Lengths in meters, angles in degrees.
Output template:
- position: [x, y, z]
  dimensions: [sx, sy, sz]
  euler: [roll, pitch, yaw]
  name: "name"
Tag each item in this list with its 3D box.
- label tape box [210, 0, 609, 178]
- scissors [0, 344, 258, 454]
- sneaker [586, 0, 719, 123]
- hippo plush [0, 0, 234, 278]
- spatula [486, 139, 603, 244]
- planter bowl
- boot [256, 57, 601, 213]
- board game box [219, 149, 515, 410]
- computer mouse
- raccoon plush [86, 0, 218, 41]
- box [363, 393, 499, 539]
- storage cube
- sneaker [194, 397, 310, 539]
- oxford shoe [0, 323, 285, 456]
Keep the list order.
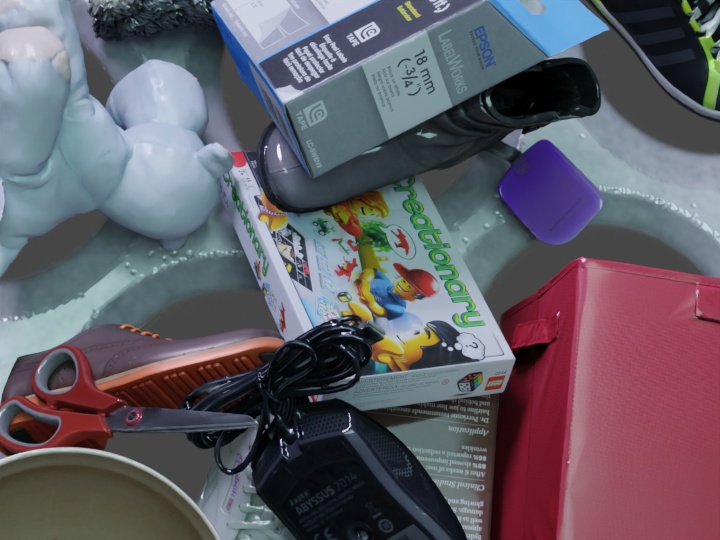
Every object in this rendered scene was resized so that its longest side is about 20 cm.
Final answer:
- position: [0.026, -0.154, 1.241]
  dimensions: [0.199, 0.064, 0.144]
  euler: [-28, 38, -6]
  name: "label tape box"
- position: [-0.138, 0.090, 1.173]
  dimensions: [0.073, 0.199, 0.014]
  euler: [-56, 133, -18]
  name: "scissors"
- position: [0.215, -0.176, 1.398]
  dimensions: [0.200, 0.083, 0.072]
  euler: [39, 72, 3]
  name: "sneaker"
- position: [-0.158, -0.084, 1.271]
  dimensions: [0.159, 0.160, 0.201]
  euler: [6, 54, -19]
  name: "hippo plush"
- position: [0.075, -0.095, 1.382]
  dimensions: [0.200, 0.021, 0.057]
  euler: [41, 72, 10]
  name: "spatula"
- position: [-0.173, 0.215, 1.197]
  dimensions: [0.198, 0.135, 0.202]
  euler: [3, 73, -9]
  name: "planter bowl"
- position: [0.042, -0.093, 1.263]
  dimensions: [0.199, 0.131, 0.070]
  euler: [-23, 97, -36]
  name: "boot"
- position: [0.000, 0.000, 1.282]
  dimensions: [0.125, 0.035, 0.201]
  euler: [-6, 47, -24]
  name: "board game box"
- position: [0.000, 0.123, 1.194]
  dimensions: [0.138, 0.053, 0.201]
  euler: [-29, 102, 27]
  name: "computer mouse"
- position: [-0.085, -0.164, 1.327]
  dimensions: [0.134, 0.097, 0.200]
  euler: [-44, 68, -12]
  name: "raccoon plush"
- position: [0.028, 0.159, 1.279]
  dimensions: [0.099, 0.075, 0.202]
  euler: [8, 71, -7]
  name: "box"
- position: [0.183, 0.109, 1.259]
  dimensions: [0.198, 0.171, 0.181]
  euler: [10, 74, -11]
  name: "storage cube"
- position: [-0.065, 0.136, 1.255]
  dimensions: [0.074, 0.100, 0.202]
  euler: [15, 73, -10]
  name: "sneaker"
- position: [-0.133, 0.057, 1.250]
  dimensions: [0.198, 0.071, 0.073]
  euler: [-14, 52, 16]
  name: "oxford shoe"
